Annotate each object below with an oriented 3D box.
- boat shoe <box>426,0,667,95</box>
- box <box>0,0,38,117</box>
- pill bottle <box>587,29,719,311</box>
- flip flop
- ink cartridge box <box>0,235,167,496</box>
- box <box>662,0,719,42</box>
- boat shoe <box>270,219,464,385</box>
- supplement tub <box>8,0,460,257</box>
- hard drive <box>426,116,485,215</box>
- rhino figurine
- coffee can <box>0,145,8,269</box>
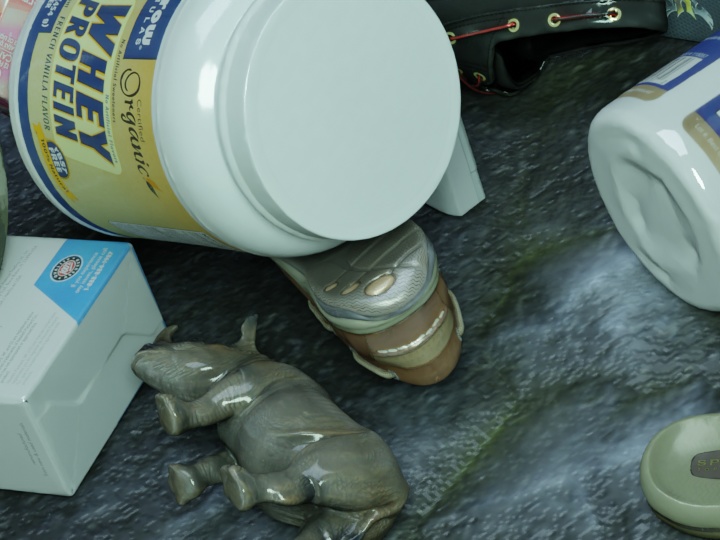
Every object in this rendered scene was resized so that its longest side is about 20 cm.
[{"bbox_3d":[0.067,-0.124,1.524,0.201,0.063,0.074,-16,-10,28],"label":"boat shoe"},{"bbox_3d":[-0.144,-0.117,1.502,0.102,0.200,0.095,19,86,41],"label":"box"},{"bbox_3d":[0.214,-0.077,1.358,0.200,0.111,0.111,-33,38,-17],"label":"pill bottle"},{"bbox_3d":[0.212,0.067,1.219,0.199,0.058,0.081,-6,38,20],"label":"flip flop"},{"bbox_3d":[-0.210,0.042,1.451,0.199,0.068,0.115,4,43,30],"label":"ink cartridge box"},{"bbox_3d":[0.156,-0.199,1.596,0.199,0.051,0.158,12,47,36],"label":"box"},{"bbox_3d":[0.000,0.000,1.403,0.076,0.072,0.200,-31,26,2],"label":"boat shoe"},{"bbox_3d":[-0.060,-0.081,1.362,0.144,0.145,0.200,-42,27,-26],"label":"supplement tub"},{"bbox_3d":[-0.010,-0.130,1.461,0.026,0.201,0.132,-36,39,-22],"label":"hard drive"},{"bbox_3d":[-0.048,0.074,1.336,0.087,0.060,0.200,-13,31,-23],"label":"rhino figurine"},{"bbox_3d":[-0.293,-0.031,1.404,0.199,0.147,0.147,0,40,27],"label":"coffee can"}]
